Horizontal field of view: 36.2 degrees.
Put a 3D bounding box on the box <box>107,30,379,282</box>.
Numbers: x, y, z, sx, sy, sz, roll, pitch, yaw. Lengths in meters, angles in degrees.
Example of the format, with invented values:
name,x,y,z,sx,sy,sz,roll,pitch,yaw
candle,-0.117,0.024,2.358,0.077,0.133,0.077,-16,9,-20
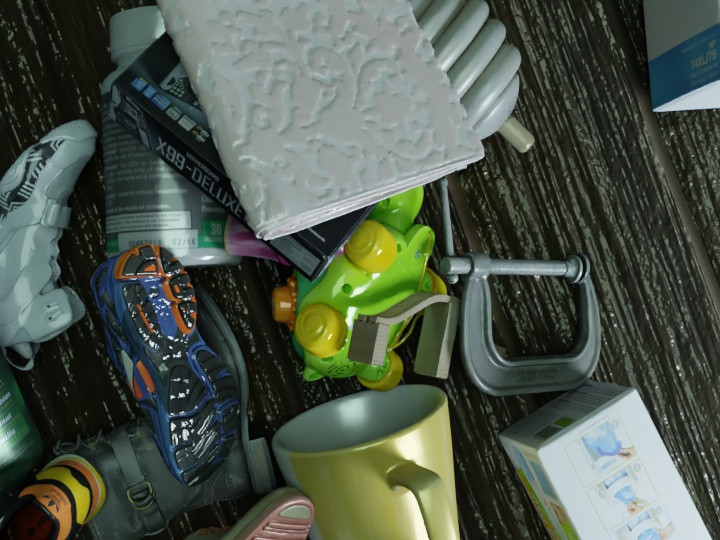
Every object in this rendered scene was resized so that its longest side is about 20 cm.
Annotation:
name,x,y,z,sx,sy,sz,roll,pitch,yaw
box,-0.062,-0.114,0.822,0.199,0.050,0.158,39,62,1

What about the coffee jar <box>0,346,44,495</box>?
name,x,y,z,sx,sy,sz,roll,pitch,yaw
coffee jar,-0.318,0.072,0.836,0.085,0.103,0.203,-38,128,-38

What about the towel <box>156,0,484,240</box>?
name,x,y,z,sx,sy,sz,roll,pitch,yaw
towel,-0.030,-0.137,0.797,0.189,0.032,0.202,-18,75,-25

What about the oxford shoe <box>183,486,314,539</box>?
name,x,y,z,sx,sy,sz,roll,pitch,yaw
oxford shoe,-0.114,0.228,0.879,0.070,0.074,0.200,24,118,-43

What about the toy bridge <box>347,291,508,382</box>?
name,x,y,z,sx,sy,sz,roll,pitch,yaw
toy bridge,0.064,0.054,0.908,0.199,0.027,0.068,16,83,-50

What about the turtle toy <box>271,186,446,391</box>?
name,x,y,z,sx,sy,sz,roll,pitch,yaw
turtle toy,0.000,0.000,0.914,0.100,0.146,0.202,26,83,33

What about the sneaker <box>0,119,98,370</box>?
name,x,y,z,sx,sy,sz,roll,pitch,yaw
sneaker,-0.258,-0.019,0.902,0.115,0.075,0.201,40,89,-5

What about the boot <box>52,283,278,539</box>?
name,x,y,z,sx,sy,sz,roll,pitch,yaw
boot,-0.170,0.128,0.912,0.171,0.069,0.203,-16,90,-7

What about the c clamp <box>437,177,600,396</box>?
name,x,y,z,sx,sy,sz,roll,pitch,yaw
c clamp,0.142,0.021,0.939,0.198,0.027,0.174,8,80,-38

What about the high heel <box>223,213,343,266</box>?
name,x,y,z,sx,sy,sz,roll,pitch,yaw
high heel,-0.043,-0.088,0.894,0.094,0.068,0.202,3,46,12

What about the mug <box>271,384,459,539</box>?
name,x,y,z,sx,sy,sz,roll,pitch,yaw
mug,0.013,0.195,0.886,0.147,0.187,0.156,-12,99,11

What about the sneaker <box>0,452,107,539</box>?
name,x,y,z,sx,sy,sz,roll,pitch,yaw
sneaker,-0.284,0.229,0.859,0.070,0.090,0.201,42,103,3

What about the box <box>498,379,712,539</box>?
name,x,y,z,sx,sy,sz,roll,pitch,yaw
box,0.218,0.209,0.939,0.100,0.112,0.202,-28,93,-9

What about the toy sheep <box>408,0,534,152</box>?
name,x,y,z,sx,sy,sz,roll,pitch,yaw
toy sheep,0.065,-0.168,0.914,0.199,0.138,0.139,36,84,-7

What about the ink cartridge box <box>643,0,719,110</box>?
name,x,y,z,sx,sy,sz,roll,pitch,yaw
ink cartridge box,0.336,-0.254,0.945,0.144,0.146,0.204,-5,89,-8

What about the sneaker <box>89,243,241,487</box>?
name,x,y,z,sx,sy,sz,roll,pitch,yaw
sneaker,-0.152,0.073,0.854,0.075,0.078,0.203,-27,111,-40

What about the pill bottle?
name,x,y,z,sx,sy,sz,roll,pitch,yaw
pill bottle,-0.154,-0.104,0.897,0.111,0.113,0.204,-3,90,-8
